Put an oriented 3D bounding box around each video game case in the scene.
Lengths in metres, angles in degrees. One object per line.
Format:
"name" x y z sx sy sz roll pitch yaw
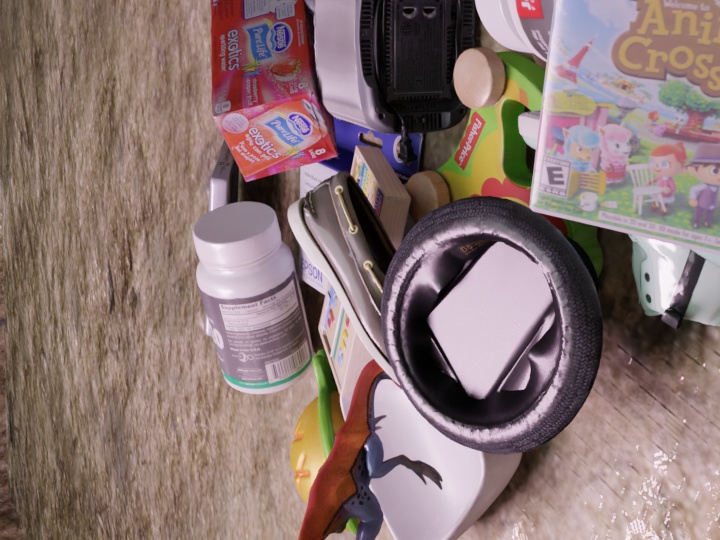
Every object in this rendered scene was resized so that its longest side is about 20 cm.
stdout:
"video game case" -0.173 -0.046 1.318 0.182 0.022 0.201 -95 10 -68
"video game case" 0.197 -0.088 0.565 0.199 0.022 0.183 15 130 18

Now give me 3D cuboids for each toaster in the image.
"toaster" 0.026 -0.199 0.919 0.129 0.113 0.202 -153 58 -63

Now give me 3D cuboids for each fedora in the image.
"fedora" 0.109 0.035 0.772 0.200 0.091 0.202 16 114 41

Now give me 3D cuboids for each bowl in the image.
"bowl" 0.069 0.141 0.959 0.201 0.074 0.200 65 147 30

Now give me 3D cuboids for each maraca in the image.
"maraca" -0.022 0.179 1.105 0.137 0.106 0.201 73 -175 -54

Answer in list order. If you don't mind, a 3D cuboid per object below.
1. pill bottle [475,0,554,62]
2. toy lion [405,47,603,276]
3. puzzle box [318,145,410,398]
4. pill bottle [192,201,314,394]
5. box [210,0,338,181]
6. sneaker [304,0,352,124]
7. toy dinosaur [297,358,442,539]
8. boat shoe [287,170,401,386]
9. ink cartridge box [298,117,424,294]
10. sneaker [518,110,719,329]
"pill bottle" 0.165 -0.182 0.662 0.200 0.113 0.115 25 118 57
"toy lion" 0.126 -0.050 0.832 0.192 0.068 0.201 53 140 32
"puzzle box" 0.000 0.000 0.970 0.133 0.025 0.201 -116 35 -63
"pill bottle" -0.123 0.031 1.198 0.113 0.113 0.201 39 146 52
"box" -0.086 -0.199 1.037 0.096 0.099 0.201 66 -167 -51
"sneaker" -0.016 -0.243 1.017 0.074 0.080 0.202 22 116 58
"toy dinosaur" 0.002 0.163 0.867 0.104 0.200 0.183 2 91 33
"boat shoe" 0.020 0.013 0.855 0.060 0.072 0.202 -37 86 24
"ink cartridge box" -0.007 -0.060 1.086 0.199 0.040 0.202 29 121 57
"sneaker" 0.175 -0.035 0.702 0.200 0.073 0.119 32 125 42
